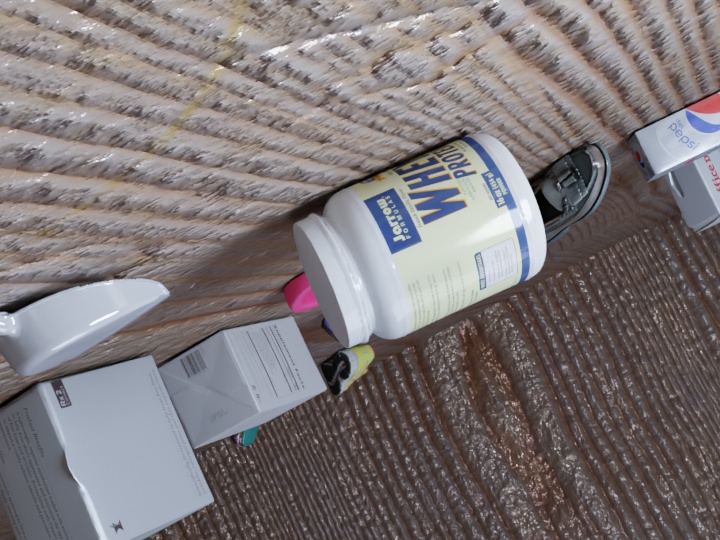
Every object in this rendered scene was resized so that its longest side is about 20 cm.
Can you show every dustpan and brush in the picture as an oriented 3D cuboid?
[{"bbox_3d":[-0.261,0.045,0.994,0.139,0.058,0.200,-31,177,27],"label":"dustpan and brush"}]

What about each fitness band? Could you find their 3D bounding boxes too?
[{"bbox_3d":[0.000,0.000,1.542,0.199,0.038,0.144,-22,172,-19],"label":"fitness band"}]

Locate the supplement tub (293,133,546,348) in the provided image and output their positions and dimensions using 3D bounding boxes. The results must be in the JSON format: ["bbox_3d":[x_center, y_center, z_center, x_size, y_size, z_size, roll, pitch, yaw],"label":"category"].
[{"bbox_3d":[0.053,-0.025,1.140,0.199,0.146,0.145,-24,172,-11],"label":"supplement tub"}]

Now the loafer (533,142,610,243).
[{"bbox_3d":[0.247,-0.087,1.574,0.062,0.072,0.200,-11,156,-24],"label":"loafer"}]

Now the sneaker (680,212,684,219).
[{"bbox_3d":[0.864,-0.170,3.002,0.146,0.081,0.199,-24,179,-44],"label":"sneaker"}]

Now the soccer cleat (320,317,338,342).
[{"bbox_3d":[0.010,0.069,1.978,0.199,0.068,0.073,-6,136,-57],"label":"soccer cleat"}]

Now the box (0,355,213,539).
[{"bbox_3d":[-0.307,0.226,1.450,0.130,0.200,0.199,-29,171,30],"label":"box"}]

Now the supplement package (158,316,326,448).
[{"bbox_3d":[-0.158,0.148,1.707,0.121,0.121,0.200,-30,171,23],"label":"supplement package"}]

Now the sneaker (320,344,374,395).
[{"bbox_3d":[-0.022,0.214,2.744,0.090,0.079,0.200,-24,172,-25],"label":"sneaker"}]

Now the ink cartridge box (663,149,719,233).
[{"bbox_3d":[0.532,-0.161,1.762,0.199,0.146,0.085,-23,172,-17],"label":"ink cartridge box"}]

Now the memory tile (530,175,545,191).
[{"bbox_3d":[0.209,-0.092,1.677,0.199,0.017,0.153,-23,172,-14],"label":"memory tile"}]

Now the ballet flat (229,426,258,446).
[{"bbox_3d":[-0.173,0.183,1.992,0.069,0.071,0.201,-6,123,-61],"label":"ballet flat"}]

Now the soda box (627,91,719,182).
[{"bbox_3d":[0.455,-0.189,1.636,0.199,0.064,0.068,-25,174,1],"label":"soda box"}]
